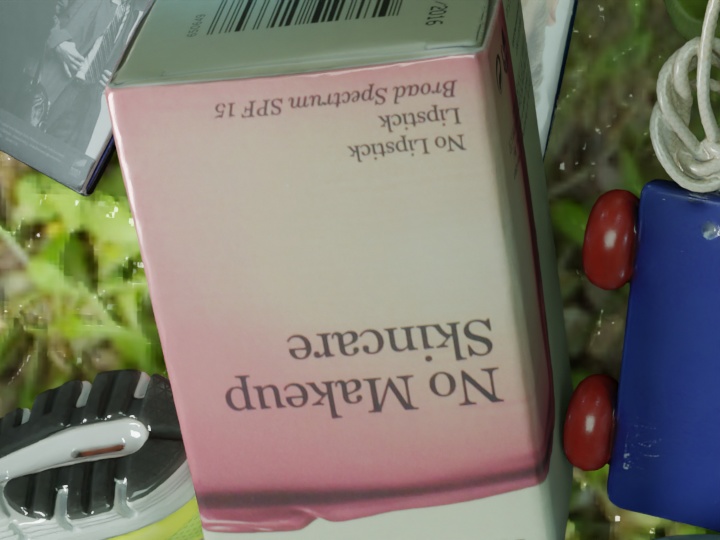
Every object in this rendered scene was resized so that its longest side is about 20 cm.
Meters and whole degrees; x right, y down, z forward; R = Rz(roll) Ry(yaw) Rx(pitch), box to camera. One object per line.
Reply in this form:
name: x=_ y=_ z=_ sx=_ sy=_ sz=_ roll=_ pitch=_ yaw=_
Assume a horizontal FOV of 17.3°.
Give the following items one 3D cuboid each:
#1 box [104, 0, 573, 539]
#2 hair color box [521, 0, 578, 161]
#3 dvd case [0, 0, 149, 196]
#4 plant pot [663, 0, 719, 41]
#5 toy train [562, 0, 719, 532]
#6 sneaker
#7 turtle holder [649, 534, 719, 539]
box: x=0.000 y=0.000 z=0.816 sx=0.127 sy=0.109 sz=0.201 roll=-5 pitch=117 yaw=11
hair color box: x=0.039 y=-0.143 z=0.875 sx=0.099 sy=0.061 sz=0.202 roll=11 pitch=93 yaw=3
dvd case: x=-0.123 y=-0.152 z=0.902 sx=0.150 sy=0.025 sz=0.201 roll=28 pitch=93 yaw=2
plant pot: x=0.219 y=-0.165 z=0.815 sx=0.188 sy=0.200 sz=0.202 roll=7 pitch=92 yaw=-9
toy train: x=0.130 y=-0.023 z=0.816 sx=0.084 sy=0.116 sz=0.202 roll=11 pitch=116 yaw=16
sneaker: x=-0.136 y=0.099 z=0.888 sx=0.198 sy=0.090 sz=0.079 roll=-8 pitch=55 yaw=22
turtle holder: x=0.092 y=0.152 z=0.794 sx=0.184 sy=0.132 sz=0.142 roll=9 pitch=71 yaw=23
